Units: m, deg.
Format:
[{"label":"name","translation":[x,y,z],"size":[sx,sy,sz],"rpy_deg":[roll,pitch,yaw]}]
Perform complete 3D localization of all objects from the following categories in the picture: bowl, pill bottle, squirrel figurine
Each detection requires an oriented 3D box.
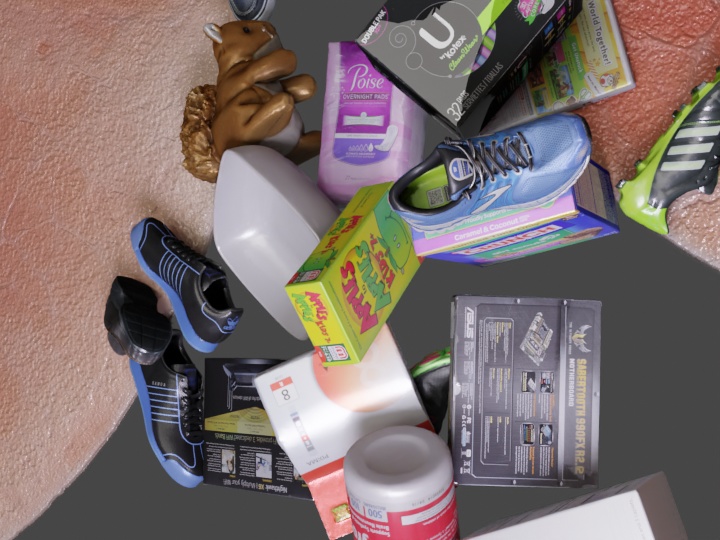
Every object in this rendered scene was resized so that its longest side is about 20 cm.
[{"label":"bowl","translation":[-0.086,-0.039,1.245],"size":[0.200,0.074,0.201],"rpy_deg":[46,145,23]},{"label":"pill bottle","translation":[0.048,0.272,1.092],"size":[0.112,0.112,0.201],"rpy_deg":[5,119,26]},{"label":"squirrel figurine","translation":[-0.156,-0.212,1.296],"size":[0.199,0.141,0.188],"rpy_deg":[-30,68,18]}]

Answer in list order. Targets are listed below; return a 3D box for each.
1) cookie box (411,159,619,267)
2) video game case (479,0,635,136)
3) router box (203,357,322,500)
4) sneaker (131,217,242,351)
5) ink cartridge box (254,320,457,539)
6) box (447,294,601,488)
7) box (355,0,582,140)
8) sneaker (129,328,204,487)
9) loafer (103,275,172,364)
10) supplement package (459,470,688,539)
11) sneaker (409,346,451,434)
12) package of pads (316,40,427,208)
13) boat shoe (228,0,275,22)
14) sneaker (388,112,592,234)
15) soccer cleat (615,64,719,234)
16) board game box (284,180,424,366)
[{"label":"cookie box","translation":[0.162,-0.062,1.090],"size":[0.170,0.200,0.076],"rpy_deg":[-15,80,24]},{"label":"video game case","translation":[0.197,-0.270,1.188],"size":[0.181,0.023,0.201],"rpy_deg":[-18,78,24]},{"label":"router box","translation":[-0.107,0.184,1.258],"size":[0.199,0.052,0.159],"rpy_deg":[-3,85,42]},{"label":"sneaker","translation":[-0.216,0.002,1.330],"size":[0.078,0.070,0.201],"rpy_deg":[-44,71,27]},{"label":"ink cartridge box","translation":[-0.006,0.175,1.142],"size":[0.161,0.050,0.201],"rpy_deg":[-24,84,6]},{"label":"box","translation":[0.173,0.127,1.120],"size":[0.157,0.048,0.202],"rpy_deg":[1,87,-2]},{"label":"box","translation":[0.120,-0.262,1.117],"size":[0.148,0.124,0.200],"rpy_deg":[41,95,10]},{"label":"sneaker","translation":[-0.231,0.171,1.338],"size":[0.078,0.070,0.201],"rpy_deg":[-34,71,27]},{"label":"loafer","translation":[-0.287,0.078,1.333],"size":[0.073,0.072,0.200],"rpy_deg":[-63,23,12]},{"label":"supplement package","translation":[0.225,0.311,1.060],"size":[0.199,0.150,0.153],"rpy_deg":[-23,77,23]},{"label":"sneaker","translation":[0.070,0.159,1.200],"size":[0.084,0.077,0.200],"rpy_deg":[46,111,6]},{"label":"package of pads","translation":[0.017,-0.167,1.239],"size":[0.120,0.076,0.202],"rpy_deg":[5,89,23]},{"label":"boat shoe","translation":[-0.163,-0.412,1.335],"size":[0.070,0.091,0.202],"rpy_deg":[-10,82,25]},{"label":"sneaker","translation":[0.115,-0.087,0.955],"size":[0.199,0.089,0.079],"rpy_deg":[-24,78,22]},{"label":"soccer cleat","translation":[0.349,-0.129,1.087],"size":[0.081,0.068,0.200],"rpy_deg":[38,104,5]},{"label":"board game box","translation":[0.000,0.000,1.126],"size":[0.047,0.200,0.102],"rpy_deg":[-8,120,32]}]
